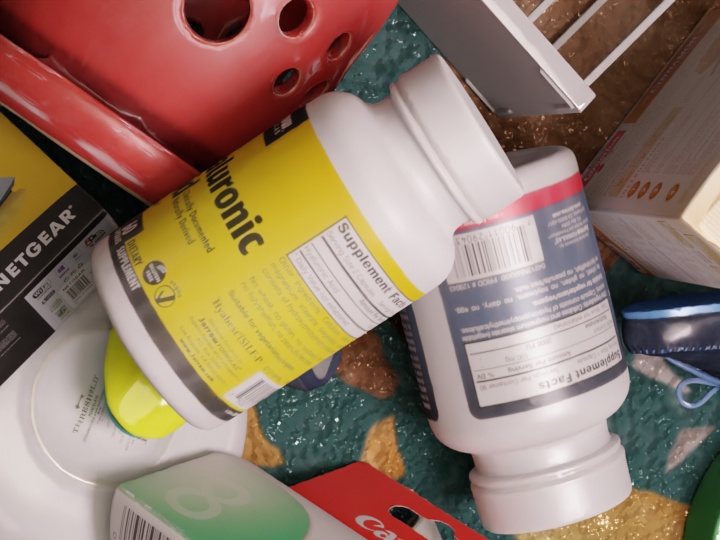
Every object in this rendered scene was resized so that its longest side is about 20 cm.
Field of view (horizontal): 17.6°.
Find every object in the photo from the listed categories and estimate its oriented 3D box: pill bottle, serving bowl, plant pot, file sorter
[{"bbox_3d":[-0.023,-0.018,1.144,0.199,0.111,0.112,-33,101,6],"label":"pill bottle"},{"bbox_3d":[-0.147,0.076,1.269,0.199,0.066,0.201,3,84,-25],"label":"serving bowl"},{"bbox_3d":[-0.102,-0.138,1.222,0.200,0.200,0.183,35,88,-13],"label":"plant pot"},{"bbox_3d":[0.087,0.040,1.321,0.119,0.120,0.201,-16,98,-12],"label":"pill bottle"},{"bbox_3d":[0.074,-0.200,1.294,0.125,0.139,0.200,-46,103,-10],"label":"file sorter"}]

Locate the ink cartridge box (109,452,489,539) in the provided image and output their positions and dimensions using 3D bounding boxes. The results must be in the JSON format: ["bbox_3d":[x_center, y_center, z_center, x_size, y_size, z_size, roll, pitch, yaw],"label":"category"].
[{"bbox_3d":[-0.009,0.144,1.242,0.199,0.161,0.050,-18,127,-43],"label":"ink cartridge box"}]

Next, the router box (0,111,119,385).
[{"bbox_3d":[-0.242,0.004,1.226,0.200,0.052,0.157,-46,60,-8],"label":"router box"}]

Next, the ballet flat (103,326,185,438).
[{"bbox_3d":[-0.076,0.004,1.255,0.067,0.067,0.200,41,48,-13],"label":"ballet flat"}]

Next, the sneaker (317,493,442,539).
[{"bbox_3d":[-0.040,0.174,1.322,0.199,0.074,0.089,-1,71,-26],"label":"sneaker"}]

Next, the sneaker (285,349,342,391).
[{"bbox_3d":[0.000,0.000,1.263,0.082,0.201,0.070,19,46,10],"label":"sneaker"}]

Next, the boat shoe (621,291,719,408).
[{"bbox_3d":[0.234,0.048,1.351,0.199,0.084,0.069,1,93,-34],"label":"boat shoe"}]

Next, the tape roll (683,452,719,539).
[{"bbox_3d":[0.296,0.176,1.418,0.199,0.048,0.202,-1,94,-14],"label":"tape roll"}]

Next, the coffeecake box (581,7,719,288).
[{"bbox_3d":[0.212,-0.071,1.303,0.073,0.200,0.154,39,85,-13],"label":"coffeecake box"}]
